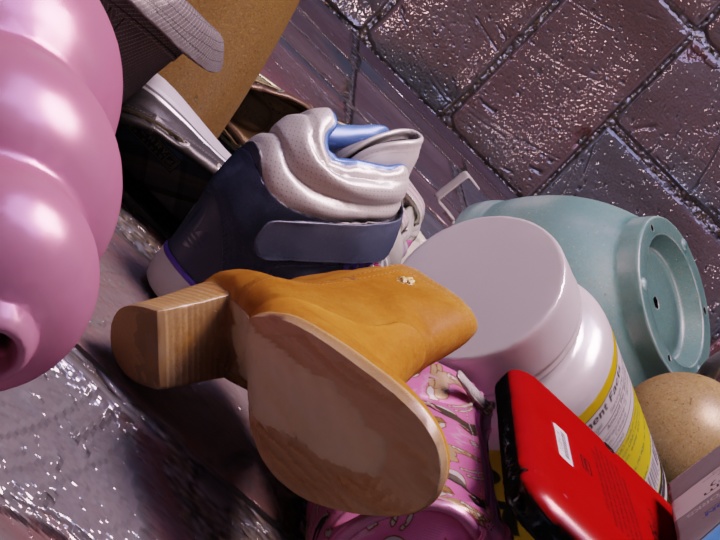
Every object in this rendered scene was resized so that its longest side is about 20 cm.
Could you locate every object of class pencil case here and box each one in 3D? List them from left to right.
[{"bbox_3d":[0.021,0.101,0.759,0.082,0.087,0.200,24,15,-6],"label":"pencil case"}]

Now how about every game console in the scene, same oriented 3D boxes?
[{"bbox_3d":[0.091,0.158,0.754,0.172,0.119,0.200,43,10,-5],"label":"game console"}]

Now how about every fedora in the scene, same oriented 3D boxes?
[{"bbox_3d":[-0.159,-0.141,0.891,0.177,0.090,0.200,38,4,-42],"label":"fedora"}]

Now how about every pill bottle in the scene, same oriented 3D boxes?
[{"bbox_3d":[0.089,0.072,0.931,0.115,0.114,0.201,56,-5,47],"label":"pill bottle"}]

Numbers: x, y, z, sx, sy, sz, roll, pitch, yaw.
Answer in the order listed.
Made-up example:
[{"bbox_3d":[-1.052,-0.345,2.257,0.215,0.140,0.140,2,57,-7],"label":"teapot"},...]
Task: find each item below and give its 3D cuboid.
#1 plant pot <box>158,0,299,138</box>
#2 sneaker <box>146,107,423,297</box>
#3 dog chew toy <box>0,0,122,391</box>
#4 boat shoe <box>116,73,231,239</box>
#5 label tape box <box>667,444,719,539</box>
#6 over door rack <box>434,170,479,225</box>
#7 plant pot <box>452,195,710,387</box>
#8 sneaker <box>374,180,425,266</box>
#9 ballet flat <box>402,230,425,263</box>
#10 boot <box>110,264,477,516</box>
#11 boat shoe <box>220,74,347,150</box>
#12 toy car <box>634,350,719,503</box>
[{"bbox_3d":[-0.110,-0.186,1.061,0.186,0.200,0.187,43,11,-11],"label":"plant pot"},{"bbox_3d":[0.000,0.000,0.913,0.200,0.146,0.081,37,12,-37],"label":"sneaker"},{"bbox_3d":[-0.138,-0.037,0.603,0.124,0.124,0.201,37,21,-37],"label":"dog chew toy"},{"bbox_3d":[-0.080,-0.030,0.959,0.200,0.070,0.066,47,29,-15],"label":"boat shoe"},{"bbox_3d":[0.191,0.146,0.706,0.145,0.063,0.200,54,8,2],"label":"label tape box"},{"bbox_3d":[0.112,0.039,1.404,0.148,0.066,0.201,-114,178,-62],"label":"over door rack"},{"bbox_3d":[0.162,0.034,1.222,0.200,0.133,0.202,30,53,-49],"label":"plant pot"},{"bbox_3d":[-0.004,-0.033,1.078,0.081,0.088,0.200,44,-7,-7],"label":"sneaker"},{"bbox_3d":[0.035,0.011,1.242,0.200,0.068,0.068,41,11,-25],"label":"ballet flat"},{"bbox_3d":[0.005,0.036,0.735,0.143,0.072,0.200,-12,22,-42],"label":"boot"},{"bbox_3d":[-0.040,-0.085,1.301,0.201,0.075,0.075,29,2,-22],"label":"boat shoe"},{"bbox_3d":[0.202,0.125,1.087,0.158,0.200,0.165,39,12,-30],"label":"toy car"}]
